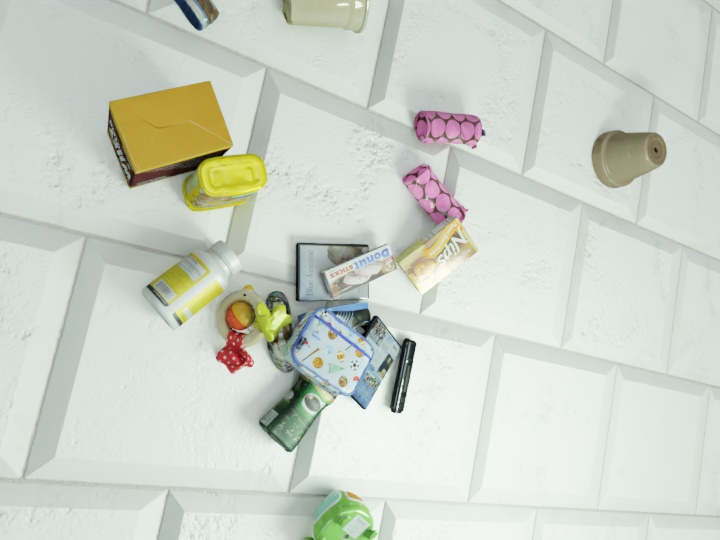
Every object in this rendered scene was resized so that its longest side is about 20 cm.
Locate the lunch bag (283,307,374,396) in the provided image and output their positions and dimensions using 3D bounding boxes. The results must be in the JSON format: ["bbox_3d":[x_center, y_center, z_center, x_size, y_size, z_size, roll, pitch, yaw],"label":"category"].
[{"bbox_3d":[-0.072,0.185,1.218,0.200,0.075,0.161,40,65,-16],"label":"lunch bag"}]

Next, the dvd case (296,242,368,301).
[{"bbox_3d":[-0.069,0.004,1.327,0.198,0.018,0.144,0,90,-27],"label":"dvd case"}]

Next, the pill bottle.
[{"bbox_3d":[-0.360,0.025,1.135,0.200,0.111,0.112,-41,106,-21],"label":"pill bottle"}]

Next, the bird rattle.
[{"bbox_3d":[-0.260,0.128,1.187,0.164,0.200,0.112,57,21,16],"label":"bird rattle"}]

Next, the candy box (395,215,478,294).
[{"bbox_3d":[0.207,-0.043,1.418,0.199,0.055,0.116,-38,108,0],"label":"candy box"}]

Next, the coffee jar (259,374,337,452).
[{"bbox_3d":[-0.141,0.326,1.253,0.200,0.085,0.104,-47,108,-20],"label":"coffee jar"}]

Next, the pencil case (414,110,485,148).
[{"bbox_3d":[0.247,-0.394,1.461,0.198,0.091,0.095,-3,101,-25],"label":"pencil case"}]

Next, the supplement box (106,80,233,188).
[{"bbox_3d":[-0.397,-0.273,1.073,0.196,0.200,0.134,-23,99,-25],"label":"supplement box"}]

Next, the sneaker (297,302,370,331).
[{"bbox_3d":[-0.060,0.129,1.309,0.198,0.070,0.079,-7,86,-28],"label":"sneaker"}]

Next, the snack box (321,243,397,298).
[{"bbox_3d":[0.000,0.000,1.329,0.199,0.024,0.072,-24,101,-26],"label":"snack box"}]

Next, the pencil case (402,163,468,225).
[{"bbox_3d":[0.209,-0.204,1.445,0.094,0.091,0.200,-39,112,15],"label":"pencil case"}]

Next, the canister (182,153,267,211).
[{"bbox_3d":[-0.295,-0.188,1.123,0.147,0.200,0.087,-14,94,-26],"label":"canister"}]

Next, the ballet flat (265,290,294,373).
[{"bbox_3d":[-0.192,0.151,1.241,0.071,0.072,0.202,-10,94,-27],"label":"ballet flat"}]

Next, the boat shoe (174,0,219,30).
[{"bbox_3d":[-0.394,-0.643,1.162,0.072,0.072,0.201,-45,118,-26],"label":"boat shoe"}]

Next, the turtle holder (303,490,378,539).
[{"bbox_3d":[-0.053,0.626,1.265,0.140,0.132,0.187,17,102,-22],"label":"turtle holder"}]

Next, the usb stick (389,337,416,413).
[{"bbox_3d":[0.117,0.284,1.411,0.055,0.032,0.202,24,76,-60],"label":"usb stick"}]

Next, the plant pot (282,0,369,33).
[{"bbox_3d":[-0.096,-0.673,1.255,0.182,0.200,0.202,-12,94,-15],"label":"plant pot"}]

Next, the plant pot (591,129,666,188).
[{"bbox_3d":[0.918,-0.391,1.760,0.199,0.174,0.202,1,88,-26],"label":"plant pot"}]

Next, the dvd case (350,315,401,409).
[{"bbox_3d":[0.024,0.236,1.339,0.201,0.017,0.143,-56,130,-25],"label":"dvd case"}]
